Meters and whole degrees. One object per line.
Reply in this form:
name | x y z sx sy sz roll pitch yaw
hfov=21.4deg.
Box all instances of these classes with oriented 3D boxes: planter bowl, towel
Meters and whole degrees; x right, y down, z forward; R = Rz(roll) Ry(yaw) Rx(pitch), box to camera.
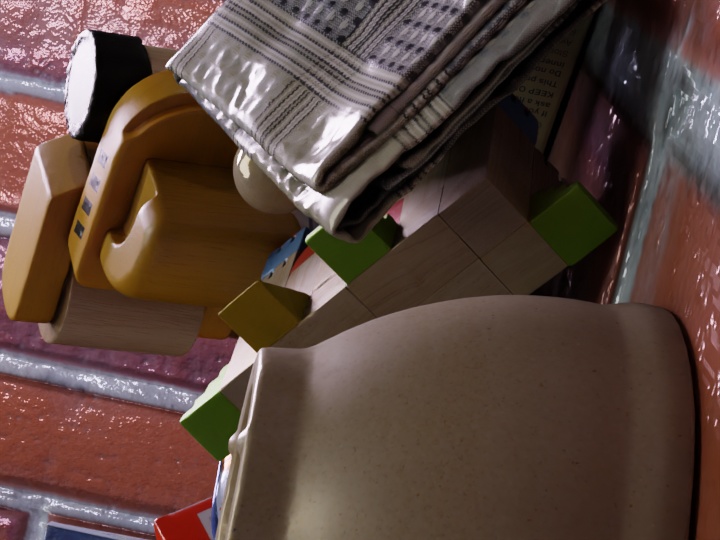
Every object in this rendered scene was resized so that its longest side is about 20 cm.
planter bowl | 0.017 0.097 0.638 0.200 0.134 0.202 -168 90 -86
towel | 0.016 -0.119 0.793 0.192 0.035 0.200 -44 36 -2

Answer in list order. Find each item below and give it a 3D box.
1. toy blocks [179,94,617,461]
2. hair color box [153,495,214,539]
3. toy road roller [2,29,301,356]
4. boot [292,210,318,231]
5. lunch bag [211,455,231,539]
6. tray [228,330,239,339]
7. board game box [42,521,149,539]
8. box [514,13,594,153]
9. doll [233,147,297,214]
toy blocks | 0.020 -0.007 0.828 0.200 0.100 0.137 -38 16 24
hair color box | -0.058 0.210 1.151 0.061 0.101 0.201 56 160 39
toy road roller | -0.098 -0.016 0.975 0.146 0.122 0.201 -112 37 -47
boot | 0.000 0.000 1.062 0.073 0.090 0.201 -140 43 -77
lunch bag | 0.011 0.061 0.903 0.160 0.076 0.201 -32 33 28
tray | -0.033 -0.003 1.107 0.037 0.199 0.099 -128 50 -87
board game box | -0.054 0.222 0.792 0.043 0.198 0.201 137 144 -82
box | 0.058 -0.141 0.992 0.176 0.096 0.201 -83 7 -47
doll | 0.024 -0.090 0.835 0.199 0.049 0.137 -33 22 16
